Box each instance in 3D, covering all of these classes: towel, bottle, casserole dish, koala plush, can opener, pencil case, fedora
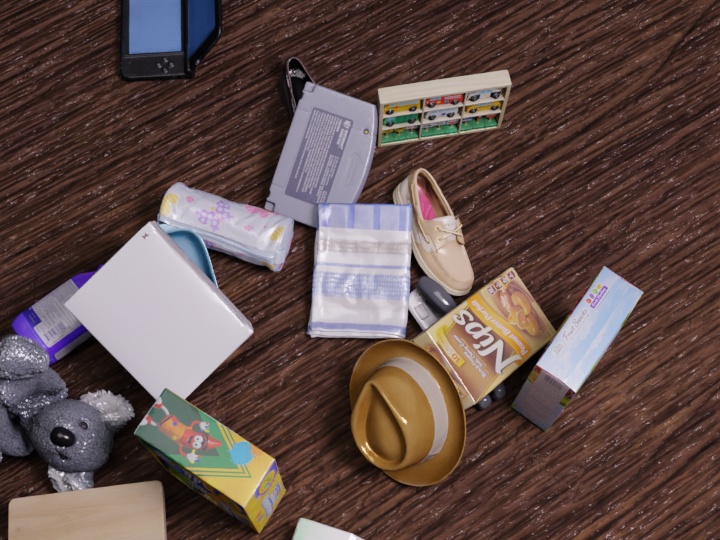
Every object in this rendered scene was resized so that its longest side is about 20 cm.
[{"bbox_3d":[0.000,0.000,1.519,0.145,0.024,0.203,2,80,9],"label":"towel"},{"bbox_3d":[-0.392,0.048,1.501,0.199,0.065,0.084,-38,70,-15],"label":"bottle"},{"bbox_3d":[-0.260,0.034,1.491,0.120,0.039,0.202,-17,96,-8],"label":"casserole dish"},{"bbox_3d":[-0.414,0.201,1.405,0.198,0.184,0.179,27,80,-11],"label":"koala plush"},{"bbox_3d":[0.133,0.098,1.485,0.053,0.067,0.201,-30,71,-14],"label":"can opener"},{"bbox_3d":[-0.195,-0.063,1.536,0.198,0.091,0.084,17,107,4],"label":"pencil case"},{"bbox_3d":[0.044,0.194,1.382,0.201,0.201,0.081,48,33,17],"label":"fedora"}]

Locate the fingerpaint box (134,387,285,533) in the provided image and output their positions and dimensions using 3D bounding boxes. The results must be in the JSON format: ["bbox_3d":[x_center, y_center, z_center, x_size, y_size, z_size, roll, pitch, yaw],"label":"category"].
[{"bbox_3d":[-0.187,0.248,1.348,0.166,0.200,0.074,31,71,11],"label":"fingerpaint box"}]

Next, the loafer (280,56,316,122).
[{"bbox_3d":[-0.076,-0.238,1.626,0.071,0.063,0.202,-21,69,-9],"label":"loafer"}]

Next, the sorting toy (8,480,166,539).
[{"bbox_3d":[-0.343,0.388,1.358,0.197,0.070,0.201,-6,67,-3],"label":"sorting toy"}]

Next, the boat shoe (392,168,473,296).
[{"bbox_3d":[0.112,-0.059,1.540,0.073,0.069,0.201,-13,65,-35],"label":"boat shoe"}]

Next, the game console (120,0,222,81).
[{"bbox_3d":[-0.301,-0.416,1.670,0.173,0.117,0.202,-3,67,-2],"label":"game console"}]

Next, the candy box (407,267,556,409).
[{"bbox_3d":[0.169,0.093,1.443,0.199,0.055,0.116,-33,86,-39],"label":"candy box"}]

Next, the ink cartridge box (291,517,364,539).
[{"bbox_3d":[-0.010,0.428,1.358,0.198,0.050,0.163,15,68,8],"label":"ink cartridge box"}]

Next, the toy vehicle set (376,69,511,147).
[{"bbox_3d":[0.122,-0.243,1.598,0.197,0.125,0.027,-9,67,-4],"label":"toy vehicle set"}]

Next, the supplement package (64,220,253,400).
[{"bbox_3d":[-0.266,0.059,1.417,0.156,0.111,0.200,-44,97,-3],"label":"supplement package"}]

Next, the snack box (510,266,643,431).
[{"bbox_3d":[0.284,0.110,1.411,0.067,0.200,0.169,34,70,13],"label":"snack box"}]

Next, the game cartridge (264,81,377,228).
[{"bbox_3d":[-0.051,-0.164,1.572,0.132,0.041,0.202,21,95,12],"label":"game cartridge"}]
